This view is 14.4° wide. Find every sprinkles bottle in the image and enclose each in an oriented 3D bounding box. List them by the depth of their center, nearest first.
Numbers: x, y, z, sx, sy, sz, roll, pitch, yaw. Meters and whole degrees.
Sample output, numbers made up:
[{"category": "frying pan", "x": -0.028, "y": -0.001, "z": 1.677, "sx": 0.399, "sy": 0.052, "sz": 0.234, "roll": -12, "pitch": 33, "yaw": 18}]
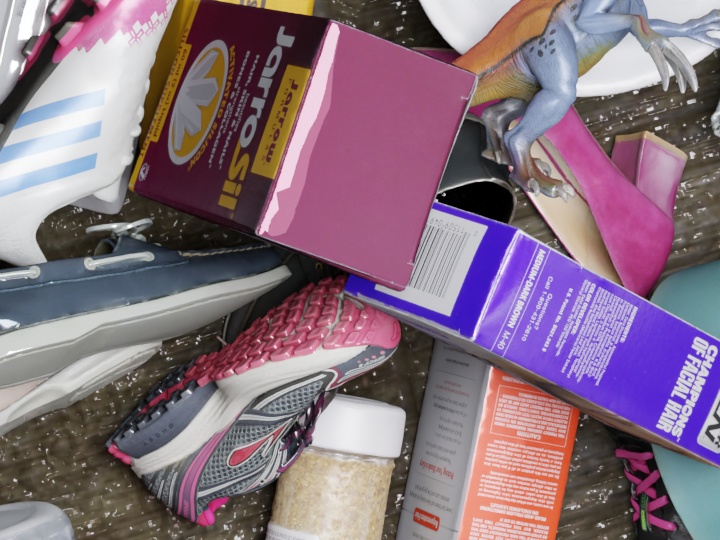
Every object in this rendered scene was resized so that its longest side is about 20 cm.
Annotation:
[{"category": "sprinkles bottle", "x": -0.023, "y": 0.169, "z": 1.565, "sx": 0.068, "sy": 0.068, "sz": 0.201, "roll": 9, "pitch": 90, "yaw": -16}]

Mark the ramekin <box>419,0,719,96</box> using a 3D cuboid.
[{"category": "ramekin", "x": 0.118, "y": -0.201, "z": 1.490, "sx": 0.199, "sy": 0.098, "sz": 0.202, "roll": -2, "pitch": 123, "yaw": -3}]

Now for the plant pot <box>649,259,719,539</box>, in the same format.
[{"category": "plant pot", "x": 0.274, "y": 0.069, "z": 1.550, "sx": 0.200, "sy": 0.160, "sz": 0.202, "roll": 29, "pitch": 50, "yaw": -42}]

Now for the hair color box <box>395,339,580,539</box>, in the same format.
[{"category": "hair color box", "x": 0.066, "y": 0.129, "z": 1.572, "sx": 0.061, "sy": 0.101, "sz": 0.201, "roll": 12, "pitch": 90, "yaw": -17}]

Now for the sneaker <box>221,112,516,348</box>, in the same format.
[{"category": "sneaker", "x": 0.000, "y": 0.000, "z": 1.526, "sx": 0.075, "sy": 0.106, "sz": 0.200, "roll": 42, "pitch": 101, "yaw": -15}]

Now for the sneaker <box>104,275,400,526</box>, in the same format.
[{"category": "sneaker", "x": -0.046, "y": 0.068, "z": 1.506, "sx": 0.075, "sy": 0.200, "sz": 0.081, "roll": 49, "pitch": 42, "yaw": -11}]

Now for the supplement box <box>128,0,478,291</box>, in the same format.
[{"category": "supplement box", "x": -0.033, "y": -0.067, "z": 1.415, "sx": 0.085, "sy": 0.200, "sz": 0.111, "roll": 20, "pitch": 90, "yaw": -24}]

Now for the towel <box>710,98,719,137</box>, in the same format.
[{"category": "towel", "x": 0.304, "y": -0.142, "z": 1.639, "sx": 0.192, "sy": 0.034, "sz": 0.201, "roll": 21, "pitch": 86, "yaw": -32}]

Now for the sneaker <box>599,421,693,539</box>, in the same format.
[{"category": "sneaker", "x": 0.180, "y": 0.133, "z": 1.618, "sx": 0.087, "sy": 0.074, "sz": 0.200, "roll": -47, "pitch": 108, "yaw": -16}]

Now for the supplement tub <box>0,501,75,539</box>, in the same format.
[{"category": "supplement tub", "x": -0.192, "y": 0.231, "z": 1.491, "sx": 0.122, "sy": 0.122, "sz": 0.201, "roll": -13, "pitch": 96, "yaw": -15}]

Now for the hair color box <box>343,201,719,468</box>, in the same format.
[{"category": "hair color box", "x": 0.101, "y": 0.031, "z": 1.439, "sx": 0.199, "sy": 0.109, "sz": 0.065, "roll": 25, "pitch": 87, "yaw": -38}]

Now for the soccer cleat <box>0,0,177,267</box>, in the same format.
[{"category": "soccer cleat", "x": -0.143, "y": -0.089, "z": 1.504, "sx": 0.086, "sy": 0.070, "sz": 0.200, "roll": 40, "pitch": 86, "yaw": -24}]

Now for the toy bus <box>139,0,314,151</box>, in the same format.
[{"category": "toy bus", "x": -0.064, "y": -0.157, "z": 1.537, "sx": 0.078, "sy": 0.065, "sz": 0.201, "roll": 8, "pitch": 93, "yaw": -21}]

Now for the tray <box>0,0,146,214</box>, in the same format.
[{"category": "tray", "x": -0.156, "y": -0.139, "z": 1.538, "sx": 0.107, "sy": 0.022, "sz": 0.201, "roll": 13, "pitch": 88, "yaw": -15}]

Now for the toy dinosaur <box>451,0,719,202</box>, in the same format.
[{"category": "toy dinosaur", "x": 0.114, "y": -0.129, "z": 1.431, "sx": 0.199, "sy": 0.105, "sz": 0.183, "roll": 17, "pitch": 102, "yaw": -4}]

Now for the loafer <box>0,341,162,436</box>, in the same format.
[{"category": "loafer", "x": -0.204, "y": 0.061, "z": 1.516, "sx": 0.199, "sy": 0.072, "sz": 0.063, "roll": -27, "pitch": 82, "yaw": -20}]

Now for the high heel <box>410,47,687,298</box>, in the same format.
[{"category": "high heel", "x": 0.092, "y": -0.053, "z": 1.591, "sx": 0.199, "sy": 0.067, "sz": 0.097, "roll": 24, "pitch": 75, "yaw": -29}]

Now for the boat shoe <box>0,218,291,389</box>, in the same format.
[{"category": "boat shoe", "x": -0.129, "y": 0.010, "z": 1.480, "sx": 0.199, "sy": 0.075, "sz": 0.062, "roll": -17, "pitch": 74, "yaw": -28}]
